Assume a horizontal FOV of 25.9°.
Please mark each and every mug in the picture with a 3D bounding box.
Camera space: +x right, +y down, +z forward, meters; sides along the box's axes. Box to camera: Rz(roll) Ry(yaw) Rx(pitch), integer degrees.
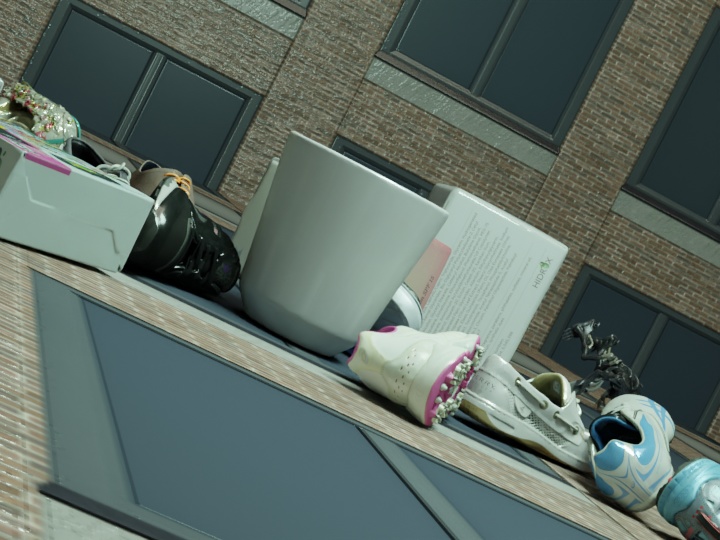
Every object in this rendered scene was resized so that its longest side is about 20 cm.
[{"bbox_3d":[-0.019,-0.012,1.319,0.149,0.153,0.187,27,2,22],"label":"mug"}]

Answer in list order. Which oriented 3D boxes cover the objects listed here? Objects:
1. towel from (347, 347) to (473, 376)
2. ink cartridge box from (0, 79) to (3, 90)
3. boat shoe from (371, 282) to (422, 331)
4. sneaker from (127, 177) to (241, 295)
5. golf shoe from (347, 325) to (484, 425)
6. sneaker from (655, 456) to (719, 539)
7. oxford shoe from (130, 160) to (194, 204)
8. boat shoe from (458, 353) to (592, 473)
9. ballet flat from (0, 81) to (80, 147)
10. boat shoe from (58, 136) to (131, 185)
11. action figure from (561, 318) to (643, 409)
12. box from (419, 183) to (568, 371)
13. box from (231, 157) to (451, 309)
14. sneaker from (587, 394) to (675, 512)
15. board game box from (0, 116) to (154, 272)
[{"bbox_3d":[0.047,0.089,1.471,0.147,0.024,0.200,32,7,39],"label":"towel"},{"bbox_3d":[-0.398,-0.168,1.359,0.145,0.083,0.200,25,3,-20],"label":"ink cartridge box"},{"bbox_3d":[0.000,0.000,1.447,0.071,0.072,0.200,-25,38,-29],"label":"boat shoe"},{"bbox_3d":[-0.135,-0.021,1.263,0.087,0.076,0.200,33,2,1],"label":"sneaker"},{"bbox_3d":[0.045,0.072,1.243,0.091,0.076,0.200,24,1,10],"label":"golf shoe"},{"bbox_3d":[0.325,0.223,1.276,0.200,0.079,0.096,19,23,-38],"label":"sneaker"},{"bbox_3d":[-0.187,-0.060,1.471,0.071,0.073,0.200,26,3,-31],"label":"oxford shoe"},{"bbox_3d":[0.167,0.126,1.390,0.071,0.069,0.200,28,0,43],"label":"boat shoe"},{"bbox_3d":[-0.404,-0.182,1.871,0.064,0.076,0.200,-16,23,-33],"label":"ballet flat"},{"bbox_3d":[-0.234,-0.073,1.364,0.073,0.063,0.200,26,3,-30],"label":"boat shoe"},{"bbox_3d":[0.391,0.177,2.508,0.119,0.102,0.200,35,23,-36],"label":"action figure"},{"bbox_3d":[0.138,0.010,2.045,0.171,0.200,0.199,29,3,-6],"label":"box"},{"bbox_3d":[-0.024,-0.016,1.657,0.200,0.128,0.109,24,5,-41],"label":"box"},{"bbox_3d":[0.228,0.141,1.348,0.073,0.072,0.200,53,13,-7],"label":"sneaker"},{"bbox_3d":[-0.267,-0.077,1.101,0.200,0.064,0.147,27,2,30],"label":"board game box"}]
